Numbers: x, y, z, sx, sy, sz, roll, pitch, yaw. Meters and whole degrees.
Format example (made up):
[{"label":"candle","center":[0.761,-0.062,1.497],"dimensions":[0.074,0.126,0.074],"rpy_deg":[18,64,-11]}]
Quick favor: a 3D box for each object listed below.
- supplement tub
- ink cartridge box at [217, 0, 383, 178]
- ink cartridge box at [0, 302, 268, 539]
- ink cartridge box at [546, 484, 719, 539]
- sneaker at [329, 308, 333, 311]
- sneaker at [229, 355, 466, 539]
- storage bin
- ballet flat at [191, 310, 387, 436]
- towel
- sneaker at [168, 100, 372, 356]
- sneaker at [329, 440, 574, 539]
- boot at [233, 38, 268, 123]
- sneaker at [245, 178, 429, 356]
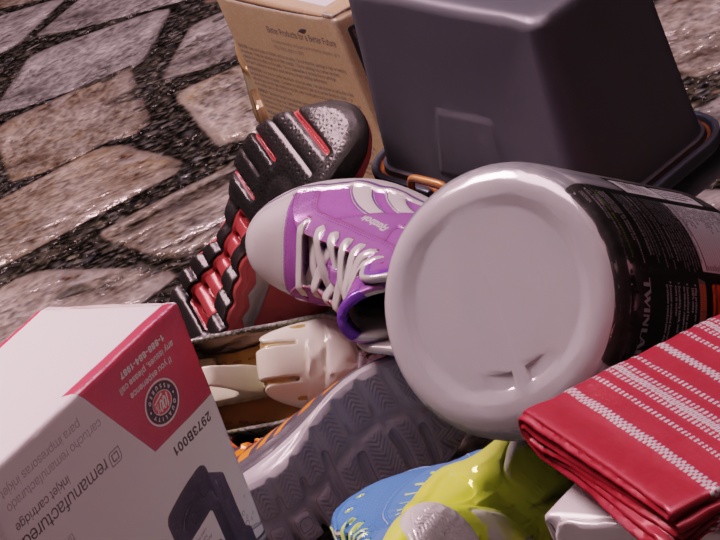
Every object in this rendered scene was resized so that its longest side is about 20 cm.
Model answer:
[{"label":"supplement tub","center":[0.110,0.018,1.067],"dimensions":[0.122,0.123,0.200],"rpy_deg":[-9,-8,31]},{"label":"ink cartridge box","center":[-0.002,-0.121,1.550],"dimensions":[0.075,0.165,0.200],"rpy_deg":[-29,22,-17]},{"label":"ink cartridge box","center":[-0.112,0.135,0.985],"dimensions":[0.084,0.200,0.145],"rpy_deg":[-3,27,35]},{"label":"ink cartridge box","center":[0.194,0.082,0.946],"dimensions":[0.145,0.084,0.200],"rpy_deg":[-2,28,43]},{"label":"sneaker","center":[0.041,-0.017,1.363],"dimensions":[0.200,0.080,0.074],"rpy_deg":[-40,28,-23]},{"label":"sneaker","center":[-0.042,0.093,1.188],"dimensions":[0.200,0.078,0.112],"rpy_deg":[-31,23,-22]},{"label":"storage bin","center":[0.078,-0.102,1.257],"dimensions":[0.146,0.134,0.200],"rpy_deg":[-37,33,-28]},{"label":"ballet flat","center":[-0.052,0.061,1.281],"dimensions":[0.200,0.072,0.072],"rpy_deg":[-13,23,30]},{"label":"towel","center":[0.171,0.041,0.900],"dimensions":[0.200,0.022,0.145],"rpy_deg":[-25,20,-12]},{"label":"sneaker","center":[-0.037,-0.021,1.350],"dimensions":[0.087,0.200,0.074],"rpy_deg":[4,43,-39]},{"label":"sneaker","center":[0.022,0.137,1.037],"dimensions":[0.105,0.076,0.200],"rpy_deg":[-21,6,33]},{"label":"boot","center":[-0.021,-0.163,1.826],"dimensions":[0.144,0.071,0.201],"rpy_deg":[-17,24,-3]},{"label":"sneaker","center":[0.000,-0.001,1.198],"dimensions":[0.200,0.073,0.114],"rpy_deg":[8,18,36]}]
